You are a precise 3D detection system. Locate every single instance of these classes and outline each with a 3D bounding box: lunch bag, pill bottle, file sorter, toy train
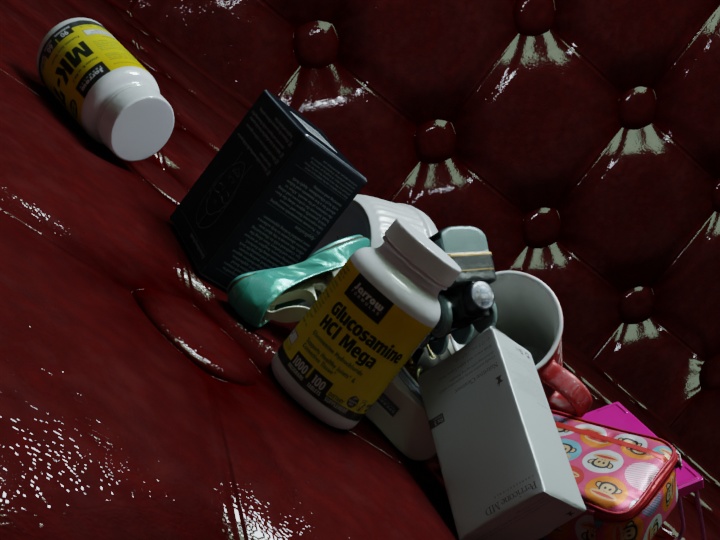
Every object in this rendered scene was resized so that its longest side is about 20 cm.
[{"bbox_3d":[0.243,0.225,1.176,0.198,0.083,0.176,11,30,37],"label":"lunch bag"},{"bbox_3d":[0.009,0.051,1.088,0.112,0.201,0.113,37,9,-7],"label":"pill bottle"},{"bbox_3d":[-0.334,-0.237,1.413,0.200,0.115,0.114,44,10,33],"label":"pill bottle"},{"bbox_3d":[0.308,0.278,1.308,0.200,0.137,0.127,-130,-157,-65],"label":"file sorter"},{"bbox_3d":[0.081,0.028,1.192,0.084,0.115,0.200,-3,-15,-26],"label":"toy train"}]

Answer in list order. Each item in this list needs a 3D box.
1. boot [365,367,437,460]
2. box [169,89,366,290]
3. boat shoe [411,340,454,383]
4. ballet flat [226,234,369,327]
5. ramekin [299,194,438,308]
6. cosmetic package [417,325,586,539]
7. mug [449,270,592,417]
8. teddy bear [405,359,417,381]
[{"bbox_3d":[0.022,0.129,1.209,0.200,0.073,0.090,50,9,10],"label":"boot"},{"bbox_3d":[-0.113,-0.083,1.268,0.107,0.201,0.149,33,11,-36],"label":"box"},{"bbox_3d":[0.093,0.122,1.330,0.203,0.060,0.073,-109,-170,-45],"label":"boat shoe"},{"bbox_3d":[-0.057,0.020,1.217,0.199,0.068,0.071,-20,65,-35],"label":"ballet flat"},{"bbox_3d":[0.000,0.000,1.363,0.104,0.201,0.200,19,19,-37],"label":"ramekin"},{"bbox_3d":[0.141,0.176,1.108,0.081,0.113,0.201,32,31,-39],"label":"cosmetic package"},{"bbox_3d":[0.194,0.122,1.312,0.200,0.132,0.179,63,9,-62],"label":"mug"},{"bbox_3d":[0.105,0.154,1.420,0.199,0.067,0.145,38,11,-2],"label":"teddy bear"}]
